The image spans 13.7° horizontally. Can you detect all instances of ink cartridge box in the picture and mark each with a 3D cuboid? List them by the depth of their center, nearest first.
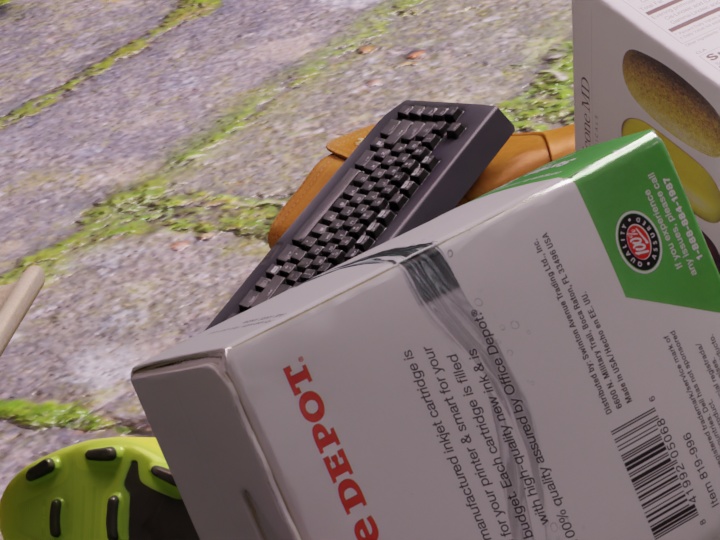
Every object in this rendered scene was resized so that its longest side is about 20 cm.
[{"bbox_3d":[0.039,0.057,1.058,0.200,0.147,0.083,-25,6,-29],"label":"ink cartridge box"}]

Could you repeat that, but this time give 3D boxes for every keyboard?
[{"bbox_3d":[0.000,0.000,1.295,0.127,0.021,0.200,12,56,45],"label":"keyboard"}]

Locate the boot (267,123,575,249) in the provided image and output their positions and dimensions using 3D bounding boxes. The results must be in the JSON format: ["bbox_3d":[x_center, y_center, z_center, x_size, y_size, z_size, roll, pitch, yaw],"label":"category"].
[{"bbox_3d":[0.065,-0.049,1.387,0.201,0.071,0.144,-34,38,-28],"label":"boot"}]

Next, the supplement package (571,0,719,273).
[{"bbox_3d":[0.186,-0.052,1.235,0.109,0.114,0.200,-22,39,-22],"label":"supplement package"}]

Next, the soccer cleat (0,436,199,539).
[{"bbox_3d":[-0.043,0.091,1.170,0.200,0.065,0.084,-10,-7,16],"label":"soccer cleat"}]

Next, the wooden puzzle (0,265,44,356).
[{"bbox_3d":[-0.235,0.039,1.122,0.200,0.046,0.185,-5,25,13],"label":"wooden puzzle"}]
